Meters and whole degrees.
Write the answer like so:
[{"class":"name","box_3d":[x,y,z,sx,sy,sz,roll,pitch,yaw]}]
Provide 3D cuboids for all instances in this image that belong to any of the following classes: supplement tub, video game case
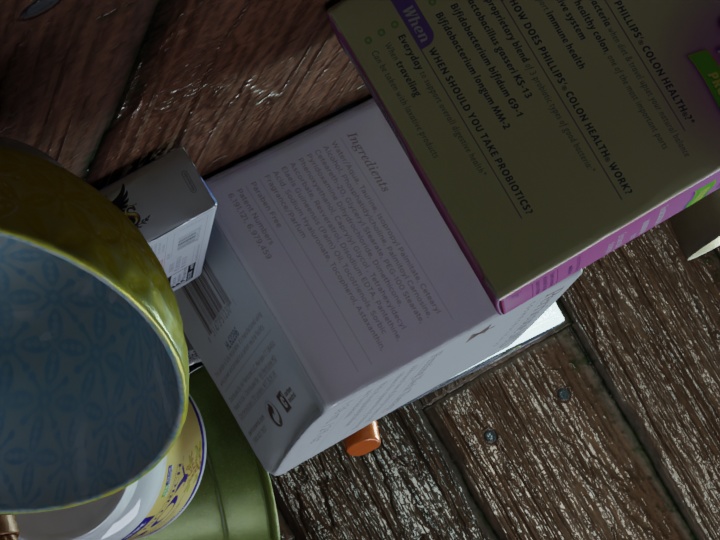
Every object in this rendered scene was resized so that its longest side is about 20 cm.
[{"class":"supplement tub","box_3d":[-0.202,0.134,1.779,0.145,0.146,0.200,-31,174,7]},{"class":"video game case","box_3d":[-0.176,0.009,1.402,0.181,0.045,0.200,-30,173,-11]}]

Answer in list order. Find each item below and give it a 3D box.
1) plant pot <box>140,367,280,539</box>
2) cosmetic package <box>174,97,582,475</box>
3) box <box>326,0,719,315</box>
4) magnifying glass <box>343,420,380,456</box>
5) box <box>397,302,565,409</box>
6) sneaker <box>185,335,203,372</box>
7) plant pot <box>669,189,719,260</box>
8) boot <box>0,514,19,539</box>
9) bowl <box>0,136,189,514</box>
[{"class":"plant pot","box_3d":[-0.194,0.191,2.194,0.190,0.200,0.200,-15,170,-12]},{"class":"cosmetic package","box_3d":[0.000,0.000,1.558,0.200,0.167,0.167,-28,169,-22]},{"class":"box","box_3d":[0.113,-0.104,1.259,0.200,0.176,0.097,-31,173,1]},{"class":"magnifying glass","box_3d":[-0.014,0.035,1.670,0.080,0.200,0.022,-30,143,27]},{"class":"box","box_3d":[0.056,0.005,1.883,0.200,0.161,0.049,-24,171,-48]},{"class":"sneaker","box_3d":[-0.092,0.026,1.689,0.200,0.082,0.075,-40,172,8]},{"class":"plant pot","box_3d":[0.400,-0.118,2.563,0.200,0.135,0.200,-30,173,-4]},{"class":"boot","box_3d":[-0.300,0.172,1.591,0.074,0.155,0.200,-25,171,-42]},{"class":"bowl","box_3d":[-0.168,0.006,1.053,0.200,0.200,0.108,-35,-146,35]}]
